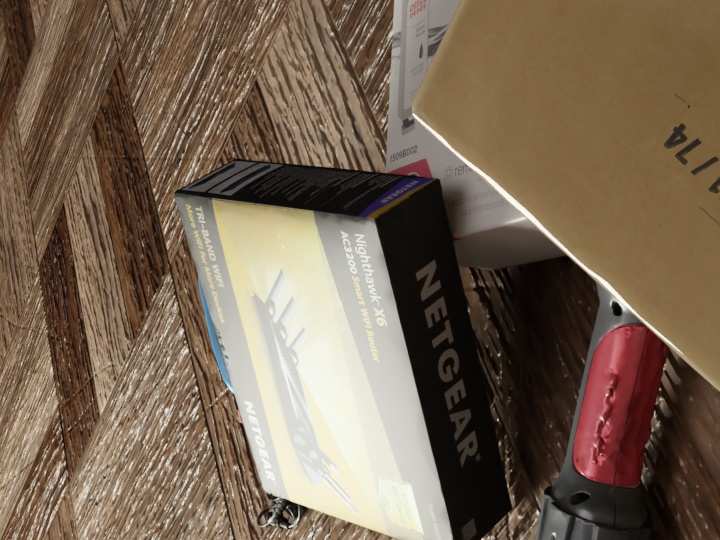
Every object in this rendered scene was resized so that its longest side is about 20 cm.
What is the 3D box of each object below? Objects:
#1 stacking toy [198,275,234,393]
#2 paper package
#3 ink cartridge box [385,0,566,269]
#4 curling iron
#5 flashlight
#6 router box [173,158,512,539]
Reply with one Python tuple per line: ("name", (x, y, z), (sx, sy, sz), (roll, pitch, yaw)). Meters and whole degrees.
("stacking toy", (0.000, 0.000, 0.810), (0.200, 0.115, 0.111), (-42, 52, 31))
("paper package", (0.145, -0.074, 0.439), (0.200, 0.103, 0.191), (43, 132, 18))
("ink cartridge box", (0.082, -0.110, 0.681), (0.146, 0.082, 0.202), (-14, 72, 60))
("curling iron", (-0.082, 0.119, 0.982), (0.050, 0.025, 0.201), (-62, 34, 27))
("flashlight", (0.123, 0.050, 0.586), (0.068, 0.067, 0.202), (17, 99, 43))
("router box", (-0.010, 0.044, 0.706), (0.156, 0.052, 0.202), (8, 122, 44))
